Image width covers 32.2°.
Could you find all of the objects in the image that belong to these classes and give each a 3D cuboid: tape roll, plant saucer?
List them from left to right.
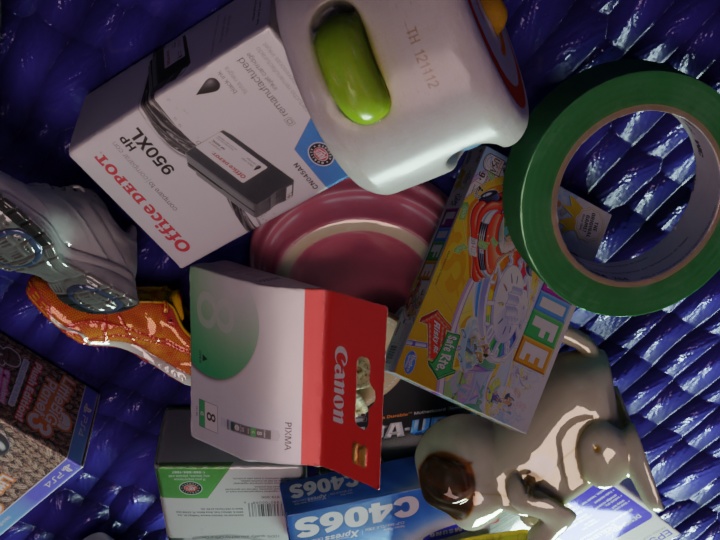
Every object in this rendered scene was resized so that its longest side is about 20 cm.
[{"bbox_3d":[0.000,0.000,1.097,0.198,0.051,0.202,1,130,1],"label":"plant saucer"},{"bbox_3d":[0.214,-0.065,0.995,0.198,0.048,0.202,-4,110,-11],"label":"tape roll"}]

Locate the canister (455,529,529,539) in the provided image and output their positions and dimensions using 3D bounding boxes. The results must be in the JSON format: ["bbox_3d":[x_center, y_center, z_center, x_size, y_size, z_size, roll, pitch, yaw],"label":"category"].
[{"bbox_3d":[0.096,0.343,1.285,0.147,0.087,0.200,-3,153,-26],"label":"canister"}]

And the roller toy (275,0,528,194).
[{"bbox_3d":[0.037,-0.160,0.879,0.139,0.201,0.183,-21,140,17],"label":"roller toy"}]

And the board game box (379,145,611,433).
[{"bbox_3d":[0.114,0.016,1.037,0.134,0.034,0.201,25,82,-20],"label":"board game box"}]

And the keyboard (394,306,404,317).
[{"bbox_3d":[0.102,0.091,1.136,0.199,0.011,0.056,27,123,-24],"label":"keyboard"}]

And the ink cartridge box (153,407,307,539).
[{"bbox_3d":[-0.125,0.238,1.275,0.145,0.083,0.201,0,129,0],"label":"ink cartridge box"}]

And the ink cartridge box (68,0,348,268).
[{"bbox_3d":[-0.106,-0.111,0.983,0.199,0.085,0.145,-27,124,22],"label":"ink cartridge box"}]

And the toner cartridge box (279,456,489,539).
[{"bbox_3d":[0.026,0.232,1.212,0.198,0.043,0.096,-11,133,-5],"label":"toner cartridge box"}]

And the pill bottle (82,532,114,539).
[{"bbox_3d":[-0.235,0.375,1.374,0.111,0.112,0.200,-30,124,23],"label":"pill bottle"}]

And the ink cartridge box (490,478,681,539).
[{"bbox_3d":[0.200,0.264,1.318,0.200,0.044,0.198,38,122,-25],"label":"ink cartridge box"}]

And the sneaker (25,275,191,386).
[{"bbox_3d":[-0.205,0.037,1.131,0.199,0.073,0.077,22,112,-25],"label":"sneaker"}]

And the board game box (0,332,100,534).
[{"bbox_3d":[-0.381,0.143,1.191,0.199,0.097,0.159,36,122,-25],"label":"board game box"}]

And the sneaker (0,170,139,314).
[{"bbox_3d":[-0.255,-0.036,1.025,0.074,0.088,0.200,-10,150,24],"label":"sneaker"}]

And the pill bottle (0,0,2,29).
[{"bbox_3d":[-0.334,-0.127,0.959,0.105,0.107,0.201,11,129,-8],"label":"pill bottle"}]

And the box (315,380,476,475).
[{"bbox_3d":[0.046,0.140,1.215,0.198,0.046,0.160,-8,129,6],"label":"box"}]

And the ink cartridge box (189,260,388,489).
[{"bbox_3d":[-0.067,0.089,1.053,0.050,0.199,0.163,-12,110,-44],"label":"ink cartridge box"}]

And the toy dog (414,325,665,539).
[{"bbox_3d":[0.146,0.162,1.107,0.199,0.140,0.195,-22,112,8],"label":"toy dog"}]

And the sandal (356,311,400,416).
[{"bbox_3d":[-0.028,0.122,1.114,0.077,0.070,0.212,34,131,-16],"label":"sandal"}]
